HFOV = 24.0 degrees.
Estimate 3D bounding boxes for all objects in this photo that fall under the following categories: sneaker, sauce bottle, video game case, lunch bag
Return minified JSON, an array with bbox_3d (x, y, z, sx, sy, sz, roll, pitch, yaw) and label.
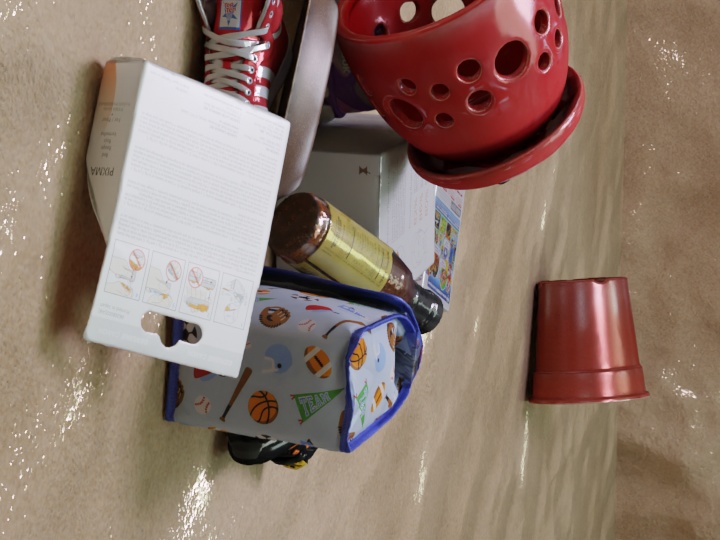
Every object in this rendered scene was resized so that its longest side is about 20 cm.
[{"bbox_3d":[-0.101,-0.158,1.352,0.113,0.070,0.202,81,15,-49],"label":"sneaker"},{"bbox_3d":[-0.005,-0.238,1.610,0.081,0.087,0.203,-50,141,-59],"label":"sneaker"},{"bbox_3d":[0.000,0.000,1.493,0.200,0.065,0.067,36,58,-44],"label":"sauce bottle"},{"bbox_3d":[0.101,-0.061,2.114,0.143,0.018,0.203,38,59,-70],"label":"video game case"},{"bbox_3d":[-0.049,0.068,1.426,0.200,0.168,0.126,-17,116,-70],"label":"lunch bag"},{"bbox_3d":[-0.065,0.151,1.558,0.200,0.069,0.091,-49,138,-65],"label":"sneaker"}]

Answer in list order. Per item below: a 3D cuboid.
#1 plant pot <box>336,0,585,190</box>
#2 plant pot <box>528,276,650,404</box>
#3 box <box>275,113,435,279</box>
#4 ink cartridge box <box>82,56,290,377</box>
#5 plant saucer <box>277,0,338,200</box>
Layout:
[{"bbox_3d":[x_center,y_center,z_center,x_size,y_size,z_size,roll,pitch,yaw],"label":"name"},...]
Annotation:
[{"bbox_3d":[0.098,-0.191,1.524,0.183,0.198,0.201,60,35,-32],"label":"plant pot"},{"bbox_3d":[0.368,0.111,2.765,0.201,0.198,0.198,-2,88,-72],"label":"plant pot"},{"bbox_3d":[-0.001,-0.061,1.640,0.200,0.105,0.154,-37,131,-67],"label":"box"},{"bbox_3d":[-0.135,-0.036,1.239,0.161,0.050,0.203,19,83,-48],"label":"ink cartridge box"},{"bbox_3d":[-0.050,-0.152,1.455,0.200,0.032,0.203,-168,-90,-83],"label":"plant saucer"}]
